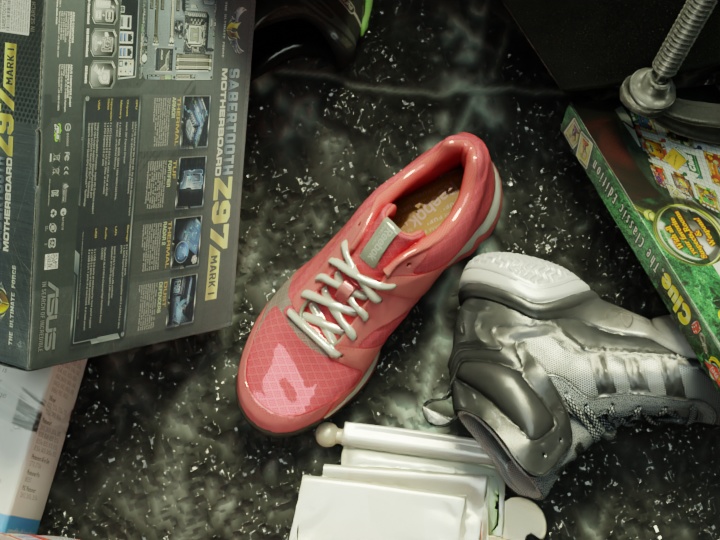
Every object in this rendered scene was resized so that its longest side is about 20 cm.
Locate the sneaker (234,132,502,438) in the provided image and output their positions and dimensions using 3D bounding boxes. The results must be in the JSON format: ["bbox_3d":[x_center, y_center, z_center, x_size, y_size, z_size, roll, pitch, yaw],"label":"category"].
[{"bbox_3d":[0.000,0.000,0.757,0.074,0.087,0.201,39,81,11],"label":"sneaker"}]

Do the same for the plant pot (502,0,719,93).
[{"bbox_3d":[0.138,-0.214,0.732,0.176,0.200,0.201,-29,49,16],"label":"plant pot"}]

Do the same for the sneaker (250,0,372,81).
[{"bbox_3d":[-0.092,-0.145,0.800,0.197,0.077,0.085,-2,73,3],"label":"sneaker"}]

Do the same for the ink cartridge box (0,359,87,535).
[{"bbox_3d":[-0.214,0.058,0.763,0.115,0.068,0.202,14,79,5],"label":"ink cartridge box"}]

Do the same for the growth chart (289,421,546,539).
[{"bbox_3d":[0.017,0.178,0.753,0.143,0.018,0.202,15,79,5],"label":"growth chart"}]

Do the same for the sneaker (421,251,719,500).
[{"bbox_3d":[0.131,0.074,0.737,0.198,0.076,0.115,20,71,11],"label":"sneaker"}]

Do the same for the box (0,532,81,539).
[{"bbox_3d":[-0.091,0.206,0.697,0.198,0.103,0.096,17,82,12],"label":"box"}]

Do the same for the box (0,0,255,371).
[{"bbox_3d":[-0.121,-0.062,0.710,0.051,0.157,0.203,12,103,32],"label":"box"}]

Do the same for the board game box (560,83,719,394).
[{"bbox_3d":[0.192,-0.016,0.735,0.104,0.024,0.201,-8,53,-23],"label":"board game box"}]

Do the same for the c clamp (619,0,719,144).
[{"bbox_3d":[0.186,-0.131,0.684,0.168,0.201,0.027,-2,53,-12],"label":"c clamp"}]
